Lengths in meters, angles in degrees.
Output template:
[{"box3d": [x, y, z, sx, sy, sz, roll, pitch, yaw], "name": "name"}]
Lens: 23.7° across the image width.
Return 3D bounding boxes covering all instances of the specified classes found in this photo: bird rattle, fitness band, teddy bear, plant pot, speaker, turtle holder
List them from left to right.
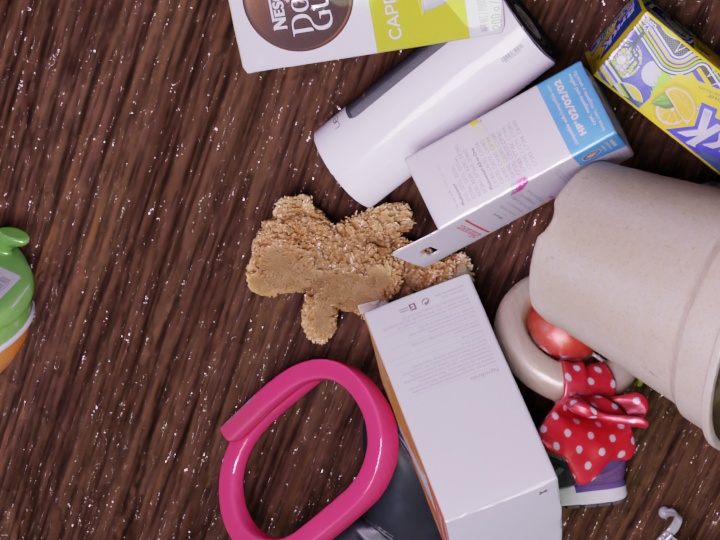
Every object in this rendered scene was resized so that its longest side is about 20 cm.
[{"box3d": [-0.368, 0.031, 1.454, 0.183, 0.142, 0.133, 2, 132, -9], "name": "turtle holder"}, {"box3d": [-0.051, 0.167, 1.510, 0.200, 0.037, 0.144, -42, 64, 24], "name": "fitness band"}, {"box3d": [0.000, 0.000, 1.473, 0.197, 0.067, 0.146, 5, 127, -5], "name": "teddy bear"}, {"box3d": [0.059, -0.139, 1.391, 0.199, 0.081, 0.081, -37, 108, 18], "name": "speaker"}, {"box3d": [0.184, 0.073, 1.434, 0.162, 0.200, 0.113, 32, 146, 15], "name": "bird rattle"}, {"box3d": [0.237, 0.008, 1.315, 0.182, 0.200, 0.203, 25, 119, 30], "name": "plant pot"}]

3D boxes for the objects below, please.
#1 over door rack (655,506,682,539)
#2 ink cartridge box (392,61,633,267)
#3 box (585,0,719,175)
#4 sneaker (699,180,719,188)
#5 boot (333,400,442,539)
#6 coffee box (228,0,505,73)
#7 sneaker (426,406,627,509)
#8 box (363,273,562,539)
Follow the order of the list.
[{"box3d": [0.271, 0.336, 1.598, 0.147, 0.067, 0.201, 40, 89, -15], "name": "over door rack"}, {"box3d": [0.111, -0.081, 1.372, 0.199, 0.115, 0.068, -29, 78, 12], "name": "ink cartridge box"}, {"box3d": [0.281, -0.134, 1.395, 0.199, 0.064, 0.070, 35, 111, -14], "name": "box"}, {"box3d": [0.355, 0.008, 1.428, 0.198, 0.116, 0.076, 25, 113, -9], "name": "sneaker"}, {"box3d": [-0.001, 0.234, 1.539, 0.167, 0.076, 0.202, -30, 118, -10], "name": "boot"}, {"box3d": [-0.004, -0.281, 1.264, 0.195, 0.200, 0.202, -8, 114, 6], "name": "coffee box"}, {"box3d": [0.145, 0.164, 1.511, 0.198, 0.076, 0.089, -4, 99, -29], "name": "sneaker"}, {"box3d": [0.085, 0.128, 1.412, 0.096, 0.201, 0.125, -20, 148, -3], "name": "box"}]
